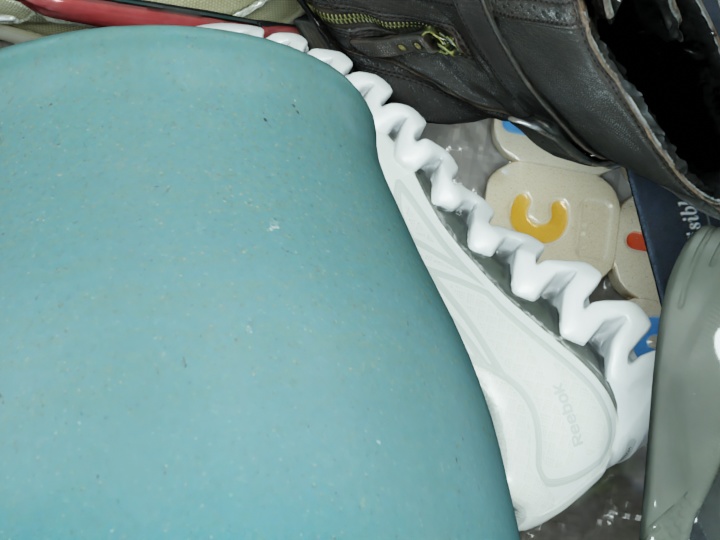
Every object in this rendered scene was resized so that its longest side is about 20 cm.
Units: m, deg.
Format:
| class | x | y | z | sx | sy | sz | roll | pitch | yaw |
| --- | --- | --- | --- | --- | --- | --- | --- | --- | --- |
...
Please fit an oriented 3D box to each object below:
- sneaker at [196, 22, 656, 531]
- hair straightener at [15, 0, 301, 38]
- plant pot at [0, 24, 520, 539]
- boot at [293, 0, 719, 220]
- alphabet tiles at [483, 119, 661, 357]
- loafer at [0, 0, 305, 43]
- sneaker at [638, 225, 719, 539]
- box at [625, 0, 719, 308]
| class | x | y | z | sx | sy | sz | roll | pitch | yaw |
| --- | --- | --- | --- | --- | --- | --- | --- | --- | --- |
| sneaker | 0.000 | 0.000 | 0.718 | 0.200 | 0.075 | 0.081 | 39 | 56 | 12 |
| hair straightener | -0.016 | -0.106 | 0.772 | 0.199 | 0.041 | 0.077 | 8 | 96 | -28 |
| plant pot | -0.055 | 0.048 | 0.612 | 0.199 | 0.200 | 0.189 | -2 | 66 | -10 |
| boot | 0.024 | -0.101 | 0.677 | 0.069 | 0.174 | 0.200 | -49 | 120 | -13 |
| alphabet tiles | 0.142 | -0.041 | 0.842 | 0.194 | 0.015 | 0.201 | 10 | 78 | -8 |
| loafer | -0.106 | -0.113 | 0.786 | 0.199 | 0.068 | 0.076 | 0 | 79 | -11 |
| sneaker | 0.136 | 0.093 | 0.660 | 0.114 | 0.076 | 0.201 | 8 | 96 | 21 |
| box | 0.184 | -0.062 | 0.745 | 0.196 | 0.124 | 0.201 | -16 | 81 | 16 |
